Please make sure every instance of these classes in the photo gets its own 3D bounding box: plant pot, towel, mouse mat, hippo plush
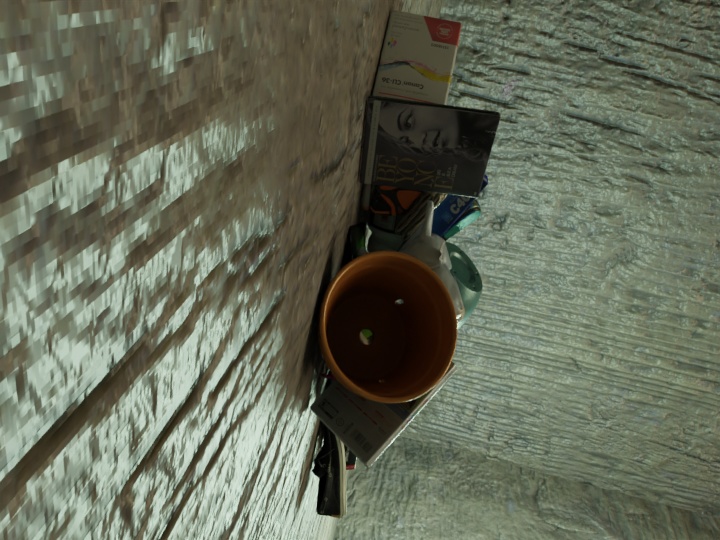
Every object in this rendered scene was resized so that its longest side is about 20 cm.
[{"bbox_3d":[0.160,0.038,1.339,0.161,0.200,0.202,-42,-165,30],"label":"plant pot"},{"bbox_3d":[0.134,-0.144,1.140,0.133,0.034,0.201,-47,-177,42],"label":"towel"},{"bbox_3d":[0.000,0.000,1.129,0.200,0.007,0.166,-49,136,-81],"label":"mouse mat"},{"bbox_3d":[0.024,0.087,0.915,0.140,0.195,0.205,143,-38,-71],"label":"plant pot"},{"bbox_3d":[0.076,0.024,1.034,0.201,0.157,0.163,57,18,-63],"label":"hippo plush"}]

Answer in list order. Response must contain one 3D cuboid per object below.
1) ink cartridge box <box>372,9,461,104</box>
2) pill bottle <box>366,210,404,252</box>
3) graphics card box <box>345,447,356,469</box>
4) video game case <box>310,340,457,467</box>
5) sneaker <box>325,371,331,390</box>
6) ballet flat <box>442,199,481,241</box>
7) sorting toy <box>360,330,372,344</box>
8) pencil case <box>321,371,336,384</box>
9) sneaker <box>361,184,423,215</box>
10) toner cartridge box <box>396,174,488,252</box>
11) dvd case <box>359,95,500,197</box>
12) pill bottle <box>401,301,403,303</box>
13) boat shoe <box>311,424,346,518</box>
[{"bbox_3d":[0.082,-0.286,0.986,0.068,0.113,0.206,72,30,-79],"label":"ink cartridge box"},{"bbox_3d":[0.073,-0.130,1.281,0.117,0.113,0.205,-66,167,-67],"label":"pill bottle"},{"bbox_3d":[-0.031,0.313,1.329,0.203,0.049,0.128,99,-11,-47],"label":"graphics card box"},{"bbox_3d":[0.034,0.182,0.978,0.200,0.142,0.018,-44,138,-15],"label":"video game case"},{"bbox_3d":[0.004,0.217,1.180,0.198,0.074,0.117,26,58,-50],"label":"sneaker"},{"bbox_3d":[0.145,-0.079,1.237,0.198,0.075,0.074,-38,-172,17],"label":"ballet flat"},{"bbox_3d":[0.023,0.130,1.204,0.185,0.036,0.204,-30,95,-84],"label":"sorting toy"},{"bbox_3d":[0.038,0.158,1.062,0.090,0.197,0.089,57,-9,14],"label":"pencil case"},{"bbox_3d":[0.072,-0.195,1.112,0.078,0.109,0.205,-60,161,-72],"label":"sneaker"},{"bbox_3d":[0.147,-0.099,1.140,0.201,0.043,0.095,-49,-179,18],"label":"toner cartridge box"},{"bbox_3d":[0.100,-0.185,0.968,0.016,0.194,0.151,-83,-179,-45],"label":"dvd case"},{"bbox_3d":[0.096,0.119,1.205,0.201,0.108,0.113,56,39,-42],"label":"pill bottle"},{"bbox_3d":[-0.063,0.375,1.222,0.075,0.060,0.206,-178,-94,-78],"label":"boat shoe"}]
